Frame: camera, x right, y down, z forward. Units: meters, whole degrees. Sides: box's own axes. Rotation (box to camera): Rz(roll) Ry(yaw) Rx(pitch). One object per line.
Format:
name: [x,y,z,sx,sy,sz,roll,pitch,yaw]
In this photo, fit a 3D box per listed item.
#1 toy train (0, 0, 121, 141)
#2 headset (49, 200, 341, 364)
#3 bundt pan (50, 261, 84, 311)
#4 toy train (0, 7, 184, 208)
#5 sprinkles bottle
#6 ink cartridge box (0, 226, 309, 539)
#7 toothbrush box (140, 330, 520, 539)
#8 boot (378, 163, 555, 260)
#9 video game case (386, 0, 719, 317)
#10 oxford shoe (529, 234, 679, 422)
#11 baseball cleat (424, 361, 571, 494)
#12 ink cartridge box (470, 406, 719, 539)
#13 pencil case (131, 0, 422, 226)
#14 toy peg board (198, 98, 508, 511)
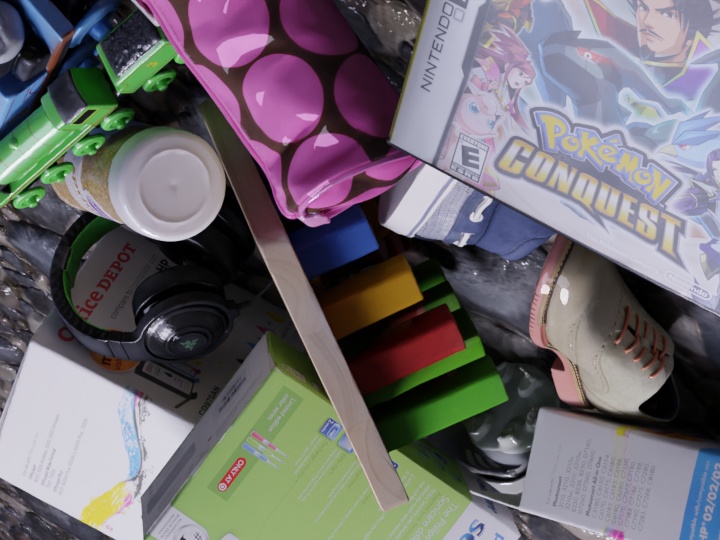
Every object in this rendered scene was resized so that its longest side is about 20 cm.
toy train: [-0.216,-0.133,1.596,0.087,0.114,0.200,47,157,1]
headset: [-0.107,0.012,1.748,0.199,0.124,0.094,4,148,17]
bundt pan: [-0.163,0.083,2.010,0.202,0.076,0.202,28,156,14]
toy train: [-0.169,-0.098,1.577,0.200,0.056,0.042,-38,73,31]
sprinkles bottle: [-0.145,-0.062,1.651,0.068,0.068,0.200,43,172,-19]
ink cartridge box: [-0.133,0.096,1.827,0.200,0.147,0.145,27,132,3]
toothbrush box: [-0.021,0.160,1.689,0.200,0.146,0.086,35,-171,-13]
boot: [0.082,-0.068,1.415,0.090,0.073,0.200,16,156,-12]
video game case: [0.120,-0.090,1.262,0.200,0.026,0.181,29,132,14]
oxford shoe: [0.147,0.031,1.506,0.074,0.071,0.200,21,164,22]
baseball cleat: [0.100,0.106,1.726,0.106,0.070,0.200,38,167,-25]
ink cartridge box: [0.179,0.129,1.583,0.200,0.068,0.115,13,-179,40]
pencil case: [-0.053,-0.117,1.385,0.200,0.094,0.091,54,177,7]
toy peg board: [0.000,0.000,1.550,0.200,0.098,0.199,-117,3,-60]
